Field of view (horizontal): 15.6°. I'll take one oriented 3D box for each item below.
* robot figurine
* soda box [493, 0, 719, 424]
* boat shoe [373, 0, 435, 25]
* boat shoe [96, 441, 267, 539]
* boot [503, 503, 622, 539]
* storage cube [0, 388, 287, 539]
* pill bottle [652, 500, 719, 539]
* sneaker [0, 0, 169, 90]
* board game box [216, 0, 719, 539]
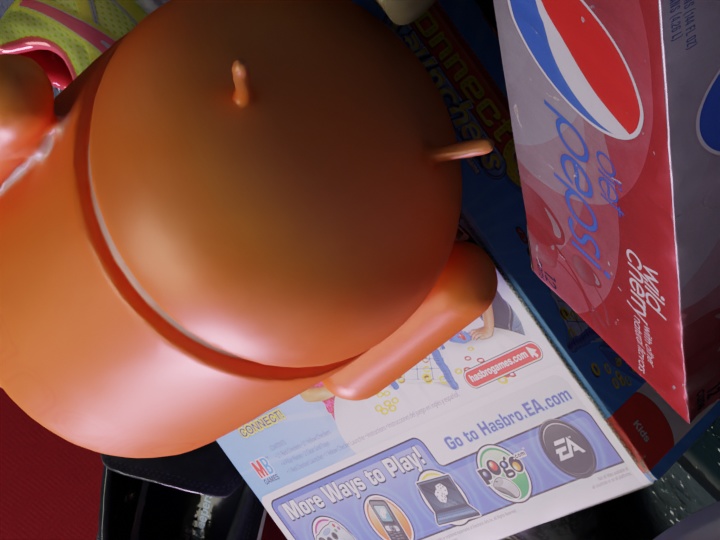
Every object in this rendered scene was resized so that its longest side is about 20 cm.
[{"bbox_3d":[-0.044,-0.013,0.772,0.144,0.116,0.200,55,145,-2],"label":"robot figurine"},{"bbox_3d":[0.078,-0.049,0.641,0.070,0.063,0.200,45,164,30],"label":"soda box"},{"bbox_3d":[-0.034,-0.134,0.758,0.200,0.065,0.072,38,177,37],"label":"boat shoe"},{"bbox_3d":[-0.065,0.061,1.025,0.074,0.062,0.201,16,114,14],"label":"boat shoe"},{"bbox_3d":[0.049,0.099,1.061,0.200,0.073,0.151,19,143,56],"label":"boot"},{"bbox_3d":[-0.100,0.092,1.185,0.200,0.180,0.171,50,-171,10],"label":"storage cube"},{"bbox_3d":[0.156,0.174,0.820,0.200,0.111,0.111,56,165,-10],"label":"pill bottle"},{"bbox_3d":[-0.074,-0.048,1.057,0.200,0.090,0.078,46,162,19],"label":"sneaker"},{"bbox_3d":[0.000,0.000,0.881,0.196,0.056,0.200,55,145,-5],"label":"board game box"}]
